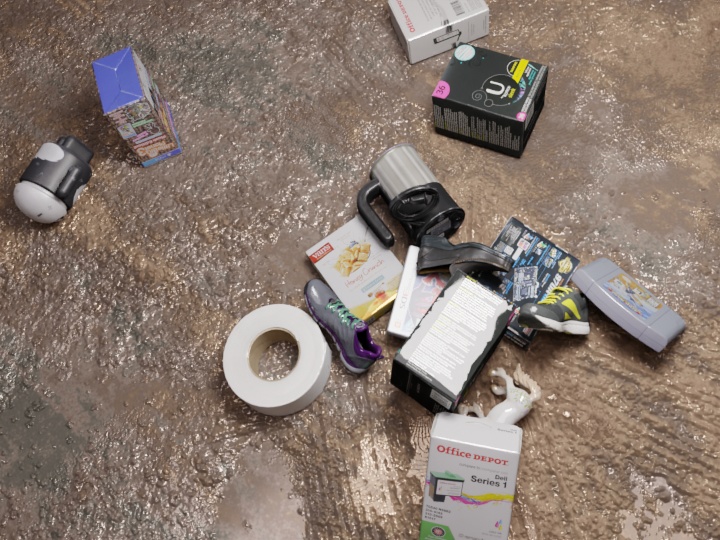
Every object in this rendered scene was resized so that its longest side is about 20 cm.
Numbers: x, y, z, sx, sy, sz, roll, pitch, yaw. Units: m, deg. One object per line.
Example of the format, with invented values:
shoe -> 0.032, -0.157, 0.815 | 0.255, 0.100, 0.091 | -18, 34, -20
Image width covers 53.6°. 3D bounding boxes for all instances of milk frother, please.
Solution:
milk frother -> 0.093, -0.162, 1.389 | 0.179, 0.201, 0.189 | -23, 62, -23

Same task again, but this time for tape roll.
tape roll -> -0.157, 0.170, 1.359 | 0.200, 0.071, 0.205 | -4, 65, 8

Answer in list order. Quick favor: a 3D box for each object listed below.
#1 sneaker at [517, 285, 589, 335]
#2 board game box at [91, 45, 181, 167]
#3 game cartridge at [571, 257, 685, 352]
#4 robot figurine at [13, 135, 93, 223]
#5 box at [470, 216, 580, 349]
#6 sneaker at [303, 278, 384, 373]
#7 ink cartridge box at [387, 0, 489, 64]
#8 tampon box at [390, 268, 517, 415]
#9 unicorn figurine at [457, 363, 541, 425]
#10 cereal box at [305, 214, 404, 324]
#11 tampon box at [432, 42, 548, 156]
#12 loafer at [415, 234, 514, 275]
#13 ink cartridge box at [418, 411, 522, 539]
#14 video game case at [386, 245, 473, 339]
sneaker -> 0.342, 0.066, 1.262 | 0.074, 0.199, 0.086 | 4, 85, 43
board game box -> -0.495, -0.361, 1.586 | 0.096, 0.200, 0.161 | -22, 63, 0
game cartridge -> 0.481, 0.057, 1.282 | 0.200, 0.133, 0.042 | 44, 122, 23
robot figurine -> -0.680, -0.202, 1.590 | 0.124, 0.150, 0.202 | 26, 70, -3
box -> 0.298, 0.020, 1.345 | 0.158, 0.046, 0.201 | 33, 72, 9
sneaker -> -0.026, 0.091, 1.332 | 0.074, 0.087, 0.201 | -32, 87, -43
ink cartridge box -> 0.178, -0.586, 1.641 | 0.198, 0.084, 0.147 | -20, 64, 1
tampon box -> 0.159, 0.132, 1.234 | 0.126, 0.150, 0.201 | 33, 70, 15
unicorn figurine -> 0.240, 0.263, 1.244 | 0.201, 0.074, 0.137 | -55, 45, 5
cereal box -> 0.000, 0.000, 1.427 | 0.143, 0.040, 0.201 | -35, 65, -9
tampon box -> 0.270, -0.358, 1.490 | 0.198, 0.127, 0.151 | 21, 70, 18
loafer -> 0.189, -0.012, 1.310 | 0.199, 0.073, 0.073 | 10, 76, 43
ink cartridge box -> 0.178, 0.349, 1.157 | 0.143, 0.084, 0.203 | 8, 107, 13
video game case -> 0.166, 0.061, 1.359 | 0.198, 0.023, 0.184 | 16, 69, 2
